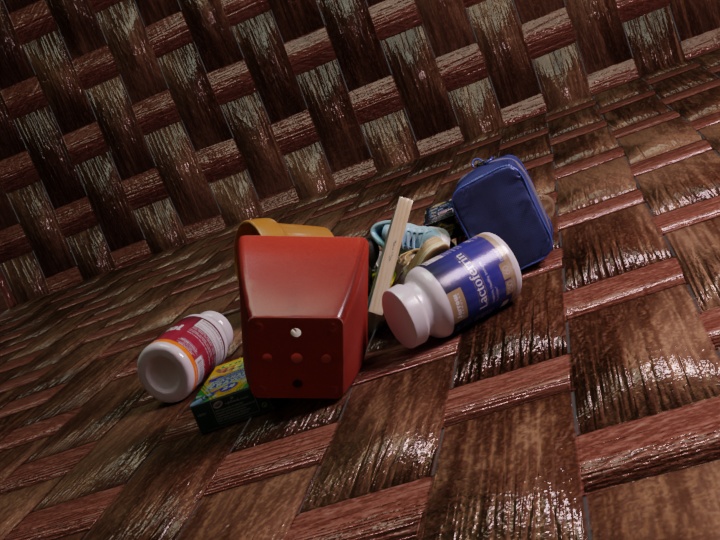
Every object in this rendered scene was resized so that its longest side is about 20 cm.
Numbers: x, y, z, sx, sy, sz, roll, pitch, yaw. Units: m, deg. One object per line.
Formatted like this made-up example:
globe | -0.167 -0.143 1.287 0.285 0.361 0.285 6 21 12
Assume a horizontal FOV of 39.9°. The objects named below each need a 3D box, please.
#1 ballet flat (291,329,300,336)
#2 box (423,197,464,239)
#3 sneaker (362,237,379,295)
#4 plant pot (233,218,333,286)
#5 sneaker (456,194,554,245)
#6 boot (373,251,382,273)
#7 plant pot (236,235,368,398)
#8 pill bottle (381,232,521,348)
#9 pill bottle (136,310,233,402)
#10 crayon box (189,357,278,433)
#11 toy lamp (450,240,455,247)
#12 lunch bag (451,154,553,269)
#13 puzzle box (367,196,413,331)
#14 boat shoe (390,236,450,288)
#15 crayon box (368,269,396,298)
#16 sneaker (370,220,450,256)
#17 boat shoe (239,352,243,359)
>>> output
ballet flat | -0.115 0.093 1.647 0.074 0.075 0.199 -29 37 -34
box | 0.216 -0.116 1.859 0.198 0.047 0.159 -21 13 10
sneaker | 0.000 0.000 1.759 0.113 0.077 0.199 -7 20 38
plant pot | -0.150 -0.019 2.123 0.181 0.203 0.199 -11 5 -28
sneaker | 0.275 -0.092 1.925 0.198 0.072 0.112 -28 16 -18
boot | 0.034 0.005 1.963 0.095 0.074 0.200 -32 6 -19
plant pot | -0.087 0.079 1.448 0.197 0.203 0.177 1 28 0
pill bottle | 0.137 0.032 1.508 0.198 0.117 0.115 -27 13 -21
pill bottle | -0.311 0.149 1.804 0.112 0.114 0.200 -16 12 23
crayon box | -0.184 0.181 1.584 0.124 0.052 0.200 -20 11 10
toy lamp | 0.128 -0.040 2.003 0.058 0.059 0.199 -26 10 -23
lunch bag | 0.242 -0.101 1.706 0.135 0.202 0.132 -24 8 15
puzzle box | 0.043 -0.007 1.642 0.025 0.203 0.133 16 -15 -1
boat shoe | 0.087 0.003 1.609 0.073 0.067 0.201 -19 -27 -28
crayon box | 0.048 0.035 1.815 0.198 0.051 0.127 -22 12 2
sneaker | 0.081 -0.050 1.755 0.081 0.075 0.199 10 -1 -29
boat shoe | -0.125 0.118 1.734 0.198 0.063 0.075 -21 13 12
